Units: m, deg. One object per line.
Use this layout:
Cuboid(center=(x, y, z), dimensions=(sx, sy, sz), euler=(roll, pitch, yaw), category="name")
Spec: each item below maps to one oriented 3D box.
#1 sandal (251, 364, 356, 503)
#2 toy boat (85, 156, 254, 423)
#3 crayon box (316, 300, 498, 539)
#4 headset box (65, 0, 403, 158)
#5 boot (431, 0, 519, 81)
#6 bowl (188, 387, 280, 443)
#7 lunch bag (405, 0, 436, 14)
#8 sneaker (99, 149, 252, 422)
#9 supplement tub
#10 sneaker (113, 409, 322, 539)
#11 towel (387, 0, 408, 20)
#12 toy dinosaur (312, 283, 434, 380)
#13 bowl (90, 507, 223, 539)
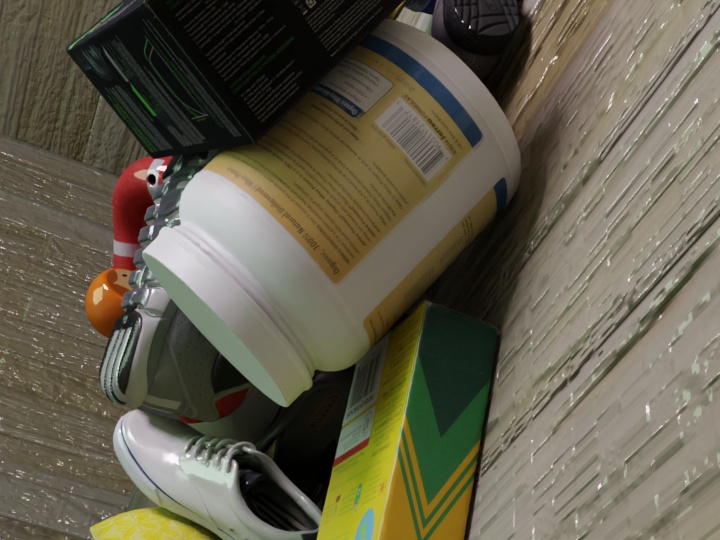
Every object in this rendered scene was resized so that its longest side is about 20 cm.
Cuboid(center=(-0.046, 0.157, 0.866), dimensions=(0.201, 0.081, 0.055), euler=(-56, 40, 30), category="sandal")
Cuboid(center=(-0.149, 0.017, 0.799), dimensions=(0.130, 0.129, 0.204), euler=(-12, -72, -60), category="toy boat")
Cuboid(center=(0.017, 0.134, 0.619), dimensions=(0.127, 0.050, 0.203), euler=(134, 153, -62), category="crayon box")
Cuboid(center=(-0.068, -0.160, 0.653), dimensions=(0.174, 0.093, 0.199), euler=(-45, 21, -17), category="headset box")
Cuboid(center=(0.073, -0.185, 0.826), dimensions=(0.133, 0.069, 0.202), euler=(110, 177, -46), category="boot")
Cuboid(center=(-0.089, 0.063, 0.943), dimensions=(0.090, 0.200, 0.203), euler=(-31, 36, 38), category="bowl")
Cuboid(center=(0.054, -0.327, 0.966), dimensions=(0.201, 0.130, 0.137), euler=(-61, 31, 36), category="lunch bag")
Cuboid(center=(-0.093, 0.006, 0.731), dimensions=(0.075, 0.114, 0.203), euler=(0, 69, 61), category="sneaker")
Cuboid(center=(-0.016, -0.034, 0.644), dimensions=(0.200, 0.145, 0.145), euler=(-44, 6, -14), category="supplement tub")
Cuboid(center=(-0.101, 0.156, 0.820), dimensions=(0.073, 0.198, 0.072), euler=(-38, -25, -53), category="sneaker")
Cuboid(center=(-0.039, -0.167, 0.790), dimensions=(0.145, 0.023, 0.200), euler=(-58, 29, 3), category="towel")
Cuboid(center=(0.000, 0.000, 0.771), dimensions=(0.077, 0.101, 0.203), euler=(-132, 58, -76), category="toy dinosaur")
Cuboid(center=(-0.119, 0.262, 0.856), dimensions=(0.107, 0.202, 0.200), euler=(-29, 1, -17), category="bowl")
